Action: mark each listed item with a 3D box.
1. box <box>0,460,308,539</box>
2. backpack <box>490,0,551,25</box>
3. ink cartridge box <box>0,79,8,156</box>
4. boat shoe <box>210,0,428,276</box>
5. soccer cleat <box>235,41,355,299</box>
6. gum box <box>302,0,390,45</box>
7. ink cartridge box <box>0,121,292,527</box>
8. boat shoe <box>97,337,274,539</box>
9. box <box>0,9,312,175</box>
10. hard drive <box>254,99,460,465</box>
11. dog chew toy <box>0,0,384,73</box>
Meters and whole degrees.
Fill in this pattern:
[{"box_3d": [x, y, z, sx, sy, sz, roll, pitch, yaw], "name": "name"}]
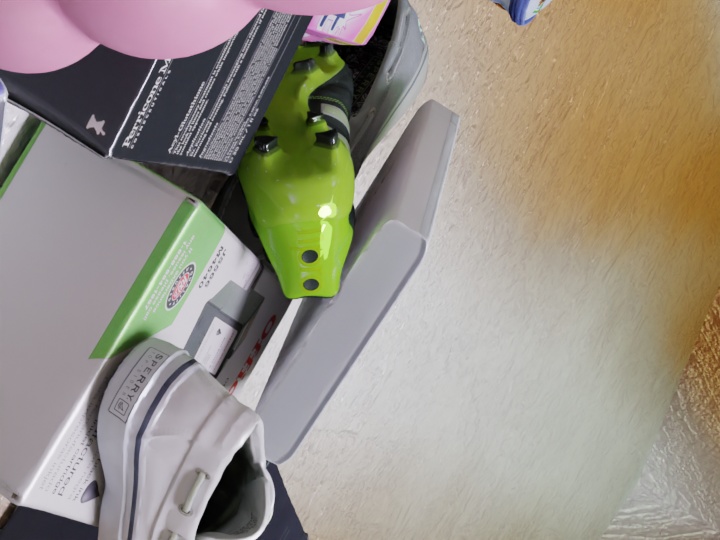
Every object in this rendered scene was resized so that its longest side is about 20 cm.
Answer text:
[{"box_3d": [-0.128, 0.180, 1.149, 0.200, 0.104, 0.182, -57, 165, -17], "name": "box"}, {"box_3d": [0.112, -0.226, 1.161, 0.191, 0.154, 0.200, -54, 169, 11], "name": "backpack"}, {"box_3d": [-0.189, 0.002, 0.579, 0.198, 0.043, 0.201, -22, 138, -36], "name": "ink cartridge box"}, {"box_3d": [-0.030, -0.073, 1.121, 0.201, 0.070, 0.072, -58, 153, -27], "name": "boat shoe"}, {"box_3d": [-0.034, -0.053, 1.006, 0.200, 0.067, 0.081, -98, -175, -65], "name": "soccer cleat"}, {"box_3d": [-0.001, -0.198, 0.967, 0.201, 0.066, 0.113, -64, 163, 8], "name": "gum box"}, {"box_3d": [-0.116, 0.034, 0.968, 0.146, 0.084, 0.200, -60, 165, -5], "name": "ink cartridge box"}, {"box_3d": [-0.072, 0.102, 0.938, 0.074, 0.067, 0.200, -55, 164, -19], "name": "boat shoe"}, {"box_3d": [-0.060, -0.145, 0.850, 0.201, 0.079, 0.141, -63, 168, 7], "name": "box"}, {"box_3d": [0.000, 0.000, 1.052, 0.132, 0.027, 0.200, -57, -176, 20], "name": "hard drive"}, {"box_3d": [-0.062, -0.129, 0.720, 0.199, 0.125, 0.124, -21, 173, 14], "name": "dog chew toy"}]
